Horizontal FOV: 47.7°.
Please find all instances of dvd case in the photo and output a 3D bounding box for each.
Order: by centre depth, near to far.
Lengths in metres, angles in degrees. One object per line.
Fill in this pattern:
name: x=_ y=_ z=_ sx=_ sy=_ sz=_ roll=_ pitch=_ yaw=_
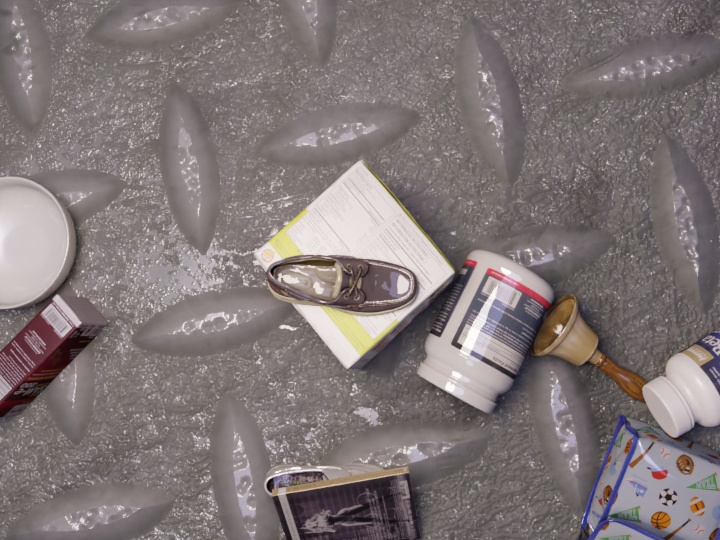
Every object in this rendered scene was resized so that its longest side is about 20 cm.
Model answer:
dvd case: x=-0.017 y=0.352 z=1.177 sx=0.196 sy=0.016 sz=0.151 roll=-10 pitch=125 yaw=2

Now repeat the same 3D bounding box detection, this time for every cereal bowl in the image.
cereal bowl: x=-0.528 y=-0.038 z=1.256 sx=0.195 sy=0.083 sz=0.205 roll=0 pitch=85 yaw=3

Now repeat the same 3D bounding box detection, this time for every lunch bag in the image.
lunch bag: x=0.416 y=0.337 z=1.147 sx=0.167 sy=0.124 sz=0.204 roll=21 pitch=100 yaw=6

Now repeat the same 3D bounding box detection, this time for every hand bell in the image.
hand bell: x=0.358 y=0.135 z=1.197 sx=0.198 sy=0.104 sz=0.105 roll=35 pitch=88 yaw=-7

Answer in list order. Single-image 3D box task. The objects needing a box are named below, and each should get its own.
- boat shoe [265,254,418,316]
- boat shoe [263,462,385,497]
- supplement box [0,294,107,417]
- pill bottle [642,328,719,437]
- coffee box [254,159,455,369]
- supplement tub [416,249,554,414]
boat shoe: x=-0.025 y=0.016 z=1.027 sx=0.195 sy=0.065 sz=0.074 roll=6 pitch=84 yaw=4
boat shoe: x=-0.047 y=0.317 z=1.201 sx=0.196 sy=0.069 sz=0.074 roll=8 pitch=85 yaw=4
supplement box: x=-0.486 y=0.129 z=1.226 sx=0.200 sy=0.109 sz=0.061 roll=-45 pitch=84 yaw=0
pill bottle: x=0.506 y=0.150 z=1.154 sx=0.198 sy=0.111 sz=0.112 roll=-30 pitch=84 yaw=-3
coffee box: x=0.000 y=0.000 z=1.160 sx=0.197 sy=0.200 sz=0.201 roll=-41 pitch=82 yaw=-1
supplement tub: x=0.178 y=0.086 z=1.171 sx=0.138 sy=0.140 sz=0.203 roll=27 pitch=87 yaw=6
